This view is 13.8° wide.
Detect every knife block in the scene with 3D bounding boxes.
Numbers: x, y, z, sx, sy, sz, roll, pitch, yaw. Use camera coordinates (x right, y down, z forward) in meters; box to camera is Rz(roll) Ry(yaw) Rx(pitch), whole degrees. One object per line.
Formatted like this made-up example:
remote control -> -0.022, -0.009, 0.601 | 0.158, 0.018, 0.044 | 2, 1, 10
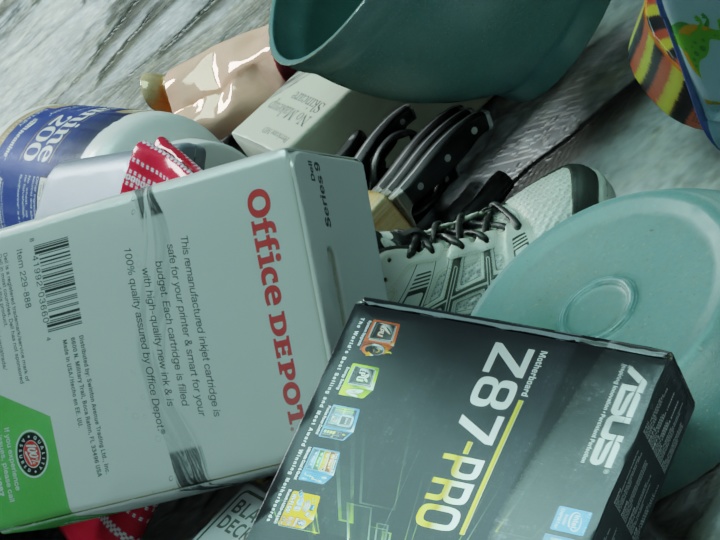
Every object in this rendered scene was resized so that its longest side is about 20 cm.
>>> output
knife block -> 0.000, 0.000, 1.569 | 0.175, 0.064, 0.201 | -27, 28, 24

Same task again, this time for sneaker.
sneaker -> 0.039, 0.004, 1.487 | 0.200, 0.088, 0.076 | -40, 24, -6

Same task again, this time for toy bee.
toy bee -> 0.176, -0.157, 1.544 | 0.200, 0.108, 0.132 | -46, -20, -59

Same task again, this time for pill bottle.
pill bottle -> -0.140, -0.040, 1.761 | 0.111, 0.111, 0.200 | -49, 28, -20

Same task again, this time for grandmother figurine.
grandmother figurine -> -0.043, -0.133, 1.834 | 0.199, 0.060, 0.122 | -21, 75, 28

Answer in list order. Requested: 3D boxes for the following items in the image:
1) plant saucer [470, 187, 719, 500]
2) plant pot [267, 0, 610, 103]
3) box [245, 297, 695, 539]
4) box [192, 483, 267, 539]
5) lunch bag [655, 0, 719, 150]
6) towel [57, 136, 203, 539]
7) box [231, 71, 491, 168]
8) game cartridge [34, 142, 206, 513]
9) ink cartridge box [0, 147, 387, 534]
plant saucer -> 0.116, 0.028, 1.375 | 0.199, 0.036, 0.201 | -24, 36, 19
plant pot -> 0.058, -0.171, 1.592 | 0.201, 0.134, 0.201 | -52, 23, 32
box -> 0.035, 0.115, 1.275 | 0.160, 0.049, 0.201 | 11, 61, 29
box -> -0.079, 0.199, 1.359 | 0.200, 0.060, 0.116 | -45, 27, -12
lunch bag -> 0.206, -0.164, 1.403 | 0.082, 0.201, 0.161 | 7, 45, 38
towel -> -0.119, 0.044, 1.541 | 0.145, 0.022, 0.201 | 41, 109, 51
box -> 0.028, -0.115, 1.712 | 0.200, 0.068, 0.082 | -44, 26, -11
game cartridge -> -0.142, 0.033, 1.624 | 0.133, 0.041, 0.201 | -8, 72, 53
ink cartridge box -> -0.087, 0.036, 1.437 | 0.199, 0.147, 0.084 | -14, -8, 26
